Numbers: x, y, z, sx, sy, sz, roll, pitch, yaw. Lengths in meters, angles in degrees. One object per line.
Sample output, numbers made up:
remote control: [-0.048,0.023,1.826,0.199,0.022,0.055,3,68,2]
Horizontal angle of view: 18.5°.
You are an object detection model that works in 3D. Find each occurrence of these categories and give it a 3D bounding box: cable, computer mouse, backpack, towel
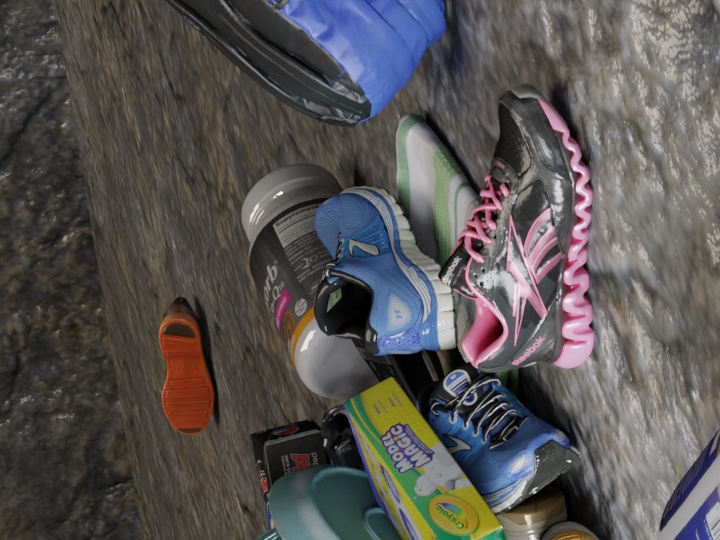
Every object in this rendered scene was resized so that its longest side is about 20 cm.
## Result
cable: [0.047,0.186,1.820,0.163,0.051,0.200,33,163,28]
computer mouse: [0.044,0.096,1.799,0.200,0.046,0.140,57,165,-8]
backpack: [-0.030,-0.213,1.591,0.200,0.168,0.162,44,172,-6]
towel: [0.070,-0.008,1.662,0.200,0.031,0.150,-120,20,-48]

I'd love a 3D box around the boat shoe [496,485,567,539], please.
boat shoe: [0.102,0.189,1.637,0.200,0.073,0.069,-161,59,-77]

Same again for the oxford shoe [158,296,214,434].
oxford shoe: [-0.229,0.128,2.953,0.073,0.071,0.201,-89,0,-57]

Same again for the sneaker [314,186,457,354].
sneaker: [0.000,0.000,1.681,0.200,0.089,0.079,-127,28,-56]

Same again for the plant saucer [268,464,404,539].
plant saucer: [0.024,0.205,1.636,0.027,0.200,0.200,-58,33,18]

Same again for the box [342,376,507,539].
box: [0.059,0.179,1.548,0.200,0.048,0.118,50,163,46]

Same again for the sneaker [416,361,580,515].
sneaker: [0.085,0.116,1.571,0.089,0.078,0.200,62,162,-12]

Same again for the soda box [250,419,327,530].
soda box: [-0.062,0.268,2.378,0.063,0.070,0.201,-156,53,-72]

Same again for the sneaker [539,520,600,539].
sneaker: [0.162,0.266,1.518,0.088,0.075,0.201,-96,-2,-82]

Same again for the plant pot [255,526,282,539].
plant pot: [-0.018,0.363,2.080,0.196,0.200,0.201,55,156,37]

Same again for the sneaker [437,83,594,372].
sneaker: [0.096,-0.019,1.416,0.079,0.095,0.201,-127,28,-62]

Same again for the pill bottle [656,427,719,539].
pill bottle: [0.207,0.127,1.068,0.200,0.115,0.116,107,146,-65]

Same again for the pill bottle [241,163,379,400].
pill bottle: [-0.029,0.006,1.889,0.200,0.116,0.117,-118,19,-44]
